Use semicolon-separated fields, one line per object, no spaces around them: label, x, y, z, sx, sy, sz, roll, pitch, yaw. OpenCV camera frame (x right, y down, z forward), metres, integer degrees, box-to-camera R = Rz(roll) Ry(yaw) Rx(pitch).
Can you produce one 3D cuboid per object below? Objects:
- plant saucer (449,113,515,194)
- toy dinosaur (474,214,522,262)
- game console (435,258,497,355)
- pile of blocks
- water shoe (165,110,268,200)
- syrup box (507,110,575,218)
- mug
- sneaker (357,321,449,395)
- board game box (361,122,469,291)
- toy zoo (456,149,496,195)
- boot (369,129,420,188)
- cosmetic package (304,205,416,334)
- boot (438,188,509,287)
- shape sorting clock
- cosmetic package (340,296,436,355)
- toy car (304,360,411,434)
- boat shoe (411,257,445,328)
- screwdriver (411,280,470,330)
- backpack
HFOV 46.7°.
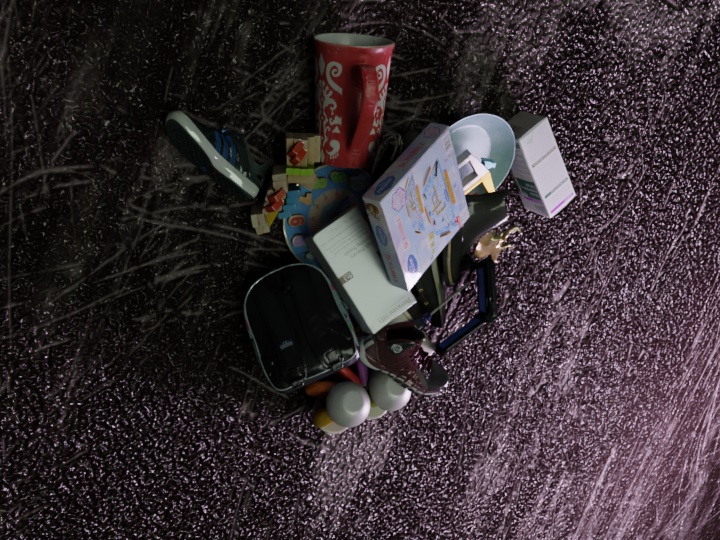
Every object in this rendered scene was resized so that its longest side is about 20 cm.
plant saucer;0.198;-0.212;1.578;0.199;0.039;0.202;-16;130;-19
toy dinosaur;0.260;-0.066;1.644;0.101;0.058;0.200;-38;141;5
game console;0.200;0.070;1.628;0.115;0.200;0.178;-3;88;2
pile of blocks;-0.120;-0.134;1.379;0.082;0.062;0.201;23;113;-14
water shoe;-0.229;-0.197;1.331;0.200;0.071;0.079;47;60;-39
syrup box;0.349;-0.210;1.665;0.081;0.079;0.201;-39;124;-14
mug;-0.023;-0.273;1.365;0.132;0.178;0.202;9;114;10
sneaker;0.100;0.153;1.484;0.199;0.076;0.115;24;137;-24
board game box;0.098;-0.105;1.386;0.200;0.041;0.201;-48;138;-28
toy zoo;0.176;-0.142;1.578;0.199;0.021;0.131;-38;135;3
boot;0.063;-0.186;1.425;0.174;0.069;0.201;77;30;-70
cosmetic package;0.000;0.000;1.446;0.101;0.074;0.201;-36;98;-12
boot;0.215;-0.059;1.575;0.137;0.078;0.201;-9;133;-1
shape sorting clock;-0.046;-0.094;1.490;0.199;0.039;0.202;-12;114;-28
cosmetic package;0.048;0.098;1.585;0.073;0.103;0.200;-47;127;-10
toy car;-0.012;0.215;1.579;0.199;0.175;0.151;-17;79;-22
boat shoe;0.133;0.035;1.642;0.063;0.074;0.202;-7;131;12
screwdriver;0.143;0.078;1.567;0.199;0.028;0.029;-32;92;-26
backpack;-0.105;0.094;1.442;0.176;0.151;0.201;-24;83;-1
